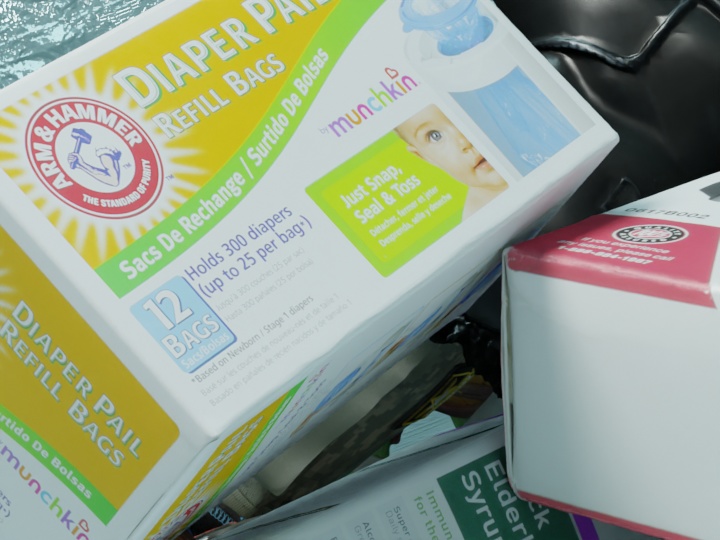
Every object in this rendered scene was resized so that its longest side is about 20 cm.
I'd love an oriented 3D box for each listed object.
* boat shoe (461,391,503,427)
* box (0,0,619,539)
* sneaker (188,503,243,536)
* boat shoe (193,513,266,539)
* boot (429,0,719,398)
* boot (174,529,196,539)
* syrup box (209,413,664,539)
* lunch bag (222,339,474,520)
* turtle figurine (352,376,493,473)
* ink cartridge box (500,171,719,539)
[{"bbox_3d":[0.095,0.042,0.922,0.072,0.068,0.200,24,-64,-29],"label":"boat shoe"},{"bbox_3d":[-0.037,-0.011,0.722,0.200,0.113,0.101,-37,-9,-45],"label":"box"},{"bbox_3d":[-0.055,0.123,1.127,0.073,0.082,0.200,-48,7,-21],"label":"sneaker"},{"bbox_3d":[-0.062,0.132,0.938,0.201,0.074,0.063,-18,-19,16],"label":"boat shoe"},{"bbox_3d":[0.053,-0.058,0.876,0.163,0.198,0.073,-49,-26,-3],"label":"boot"},{"bbox_3d":[-0.071,0.068,0.809,0.068,0.200,0.188,-22,-1,44],"label":"boot"},{"bbox_3d":[0.006,0.103,0.758,0.200,0.079,0.081,-20,-2,-45],"label":"syrup box"},{"bbox_3d":[0.000,0.000,1.003,0.164,0.118,0.200,-42,25,14],"label":"lunch bag"},{"bbox_3d":[0.070,0.088,1.153,0.144,0.200,0.194,-50,-31,8],"label":"turtle figurine"},{"bbox_3d":[0.159,0.017,0.760,0.147,0.086,0.200,10,23,42],"label":"ink cartridge box"}]
